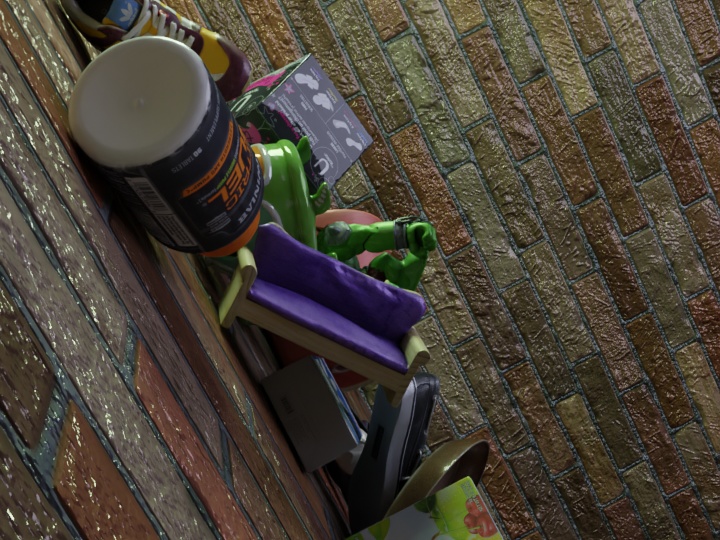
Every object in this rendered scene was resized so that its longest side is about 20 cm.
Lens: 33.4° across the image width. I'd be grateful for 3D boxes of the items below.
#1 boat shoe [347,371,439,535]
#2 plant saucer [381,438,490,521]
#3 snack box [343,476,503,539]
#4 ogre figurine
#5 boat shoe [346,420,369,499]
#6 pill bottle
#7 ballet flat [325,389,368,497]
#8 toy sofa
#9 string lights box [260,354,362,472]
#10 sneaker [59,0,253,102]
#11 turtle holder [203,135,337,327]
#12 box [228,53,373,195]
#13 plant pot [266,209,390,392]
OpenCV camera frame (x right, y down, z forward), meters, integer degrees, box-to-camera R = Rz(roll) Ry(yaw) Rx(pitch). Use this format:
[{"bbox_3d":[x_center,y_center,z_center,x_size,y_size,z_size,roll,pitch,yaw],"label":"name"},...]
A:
[{"bbox_3d":[0.039,0.201,1.282,0.074,0.068,0.201,27,-71,59],"label":"boat shoe"},{"bbox_3d":[0.066,0.254,1.249,0.034,0.201,0.200,31,-13,20],"label":"plant saucer"},{"bbox_3d":[0.080,0.301,1.061,0.200,0.142,0.053,61,-2,42],"label":"snack box"},{"bbox_3d":[0.000,0.000,1.338,0.200,0.119,0.099,144,-43,-69],"label":"ogre figurine"},{"bbox_3d":[0.010,0.259,1.500,0.200,0.065,0.072,-117,-179,-53],"label":"boat shoe"},{"bbox_3d":[-0.135,-0.080,0.907,0.107,0.106,0.200,62,-1,25],"label":"pill bottle"},{"bbox_3d":[-0.021,0.194,1.397,0.200,0.073,0.073,54,-5,37],"label":"ballet flat"},{"bbox_3d":[-0.030,0.040,1.146,0.199,0.098,0.083,27,10,-14],"label":"toy sofa"},{"bbox_3d":[-0.048,0.147,1.259,0.103,0.059,0.200,62,-1,5],"label":"string lights box"},{"bbox_3d":[-0.196,-0.218,1.124,0.199,0.075,0.090,24,-7,14],"label":"sneaker"},{"bbox_3d":[-0.103,-0.045,1.250,0.186,0.131,0.142,96,-20,-58],"label":"turtle holder"},{"bbox_3d":[-0.110,-0.143,1.386,0.199,0.115,0.132,-15,-61,49],"label":"box"},{"bbox_3d":[-0.039,0.049,1.517,0.201,0.199,0.178,64,10,-63],"label":"plant pot"}]
